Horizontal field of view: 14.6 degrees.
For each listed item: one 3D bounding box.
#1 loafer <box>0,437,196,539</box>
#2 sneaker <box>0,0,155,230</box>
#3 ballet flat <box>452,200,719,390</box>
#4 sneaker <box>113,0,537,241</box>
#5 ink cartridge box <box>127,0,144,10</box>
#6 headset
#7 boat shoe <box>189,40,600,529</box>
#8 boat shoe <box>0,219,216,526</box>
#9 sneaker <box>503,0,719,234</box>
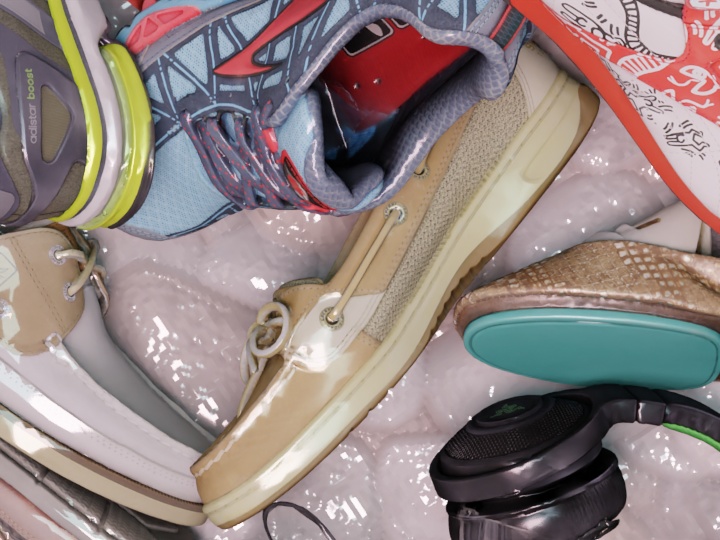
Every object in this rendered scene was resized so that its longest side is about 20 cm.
[{"bbox_3d":[-0.076,0.120,0.980,0.200,0.072,0.063,33,99,-3],"label":"loafer"},{"bbox_3d":[-0.141,-0.102,0.944,0.074,0.081,0.200,-42,70,40],"label":"sneaker"},{"bbox_3d":[0.133,0.011,0.984,0.200,0.071,0.065,8,65,-2],"label":"ballet flat"},{"bbox_3d":[-0.024,-0.056,0.925,0.079,0.096,0.200,35,130,-28],"label":"sneaker"},{"bbox_3d":[-0.063,-0.191,0.948,0.050,0.109,0.200,-4,92,1],"label":"ink cartridge box"},{"bbox_3d":[0.057,0.104,0.958,0.200,0.094,0.124,1,100,-8],"label":"headset"},{"bbox_3d":[0.001,-0.001,0.961,0.063,0.073,0.201,40,80,-3],"label":"boat shoe"},{"bbox_3d":[-0.122,0.011,0.972,0.200,0.075,0.068,36,95,-1],"label":"boat shoe"},{"bbox_3d":[0.119,-0.071,0.831,0.201,0.108,0.067,42,68,-9],"label":"sneaker"}]
